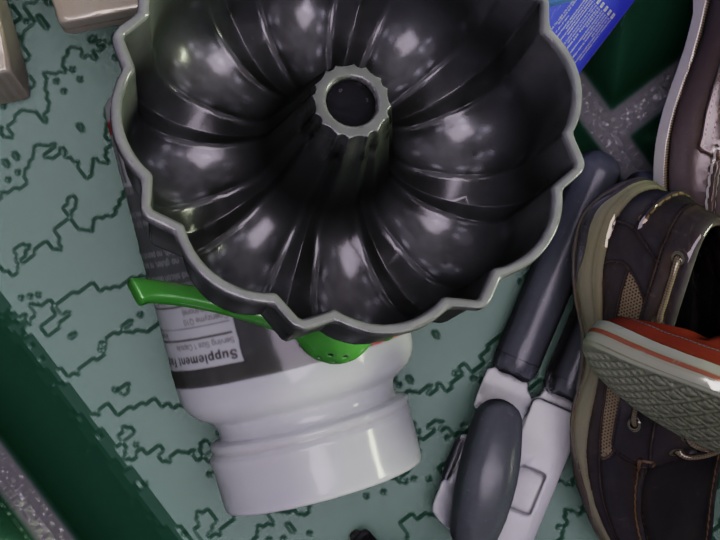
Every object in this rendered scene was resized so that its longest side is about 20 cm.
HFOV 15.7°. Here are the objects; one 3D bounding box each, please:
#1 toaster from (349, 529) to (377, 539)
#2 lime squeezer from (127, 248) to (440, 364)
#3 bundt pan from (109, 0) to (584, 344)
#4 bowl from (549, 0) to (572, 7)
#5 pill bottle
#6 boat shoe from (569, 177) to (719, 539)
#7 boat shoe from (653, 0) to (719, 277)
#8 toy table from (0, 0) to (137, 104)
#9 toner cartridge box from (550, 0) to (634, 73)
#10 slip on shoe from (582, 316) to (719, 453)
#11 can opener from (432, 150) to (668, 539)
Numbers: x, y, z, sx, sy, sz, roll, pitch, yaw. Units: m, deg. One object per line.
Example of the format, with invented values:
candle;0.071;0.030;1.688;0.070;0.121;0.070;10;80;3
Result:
toaster;0.066;0.227;1.194;0.180;0.200;0.119;27;93;-13
lime squeezer;0.000;0.000;1.149;0.199;0.038;0.071;-25;66;-22
bundt pan;-0.011;-0.058;1.101;0.201;0.076;0.203;4;71;-11
bowl;0.066;-0.217;1.163;0.200;0.039;0.202;-2;80;12
pill bottle;-0.040;0.003;1.205;0.113;0.114;0.201;-15;94;-3
boat shoe;0.144;0.058;1.215;0.074;0.073;0.201;-25;117;-36
boat shoe;0.189;-0.084;1.234;0.072;0.059;0.201;10;90;-41
toy table;-0.185;-0.153;1.169;0.199;0.184;0.118;-13;77;13
toner cartridge box;0.091;-0.151;1.219;0.200;0.043;0.095;-52;138;-1
slip on shoe;0.196;0.051;1.144;0.199;0.074;0.061;12;67;14
can opener;0.093;0.042;1.239;0.053;0.067;0.201;22;91;-5
